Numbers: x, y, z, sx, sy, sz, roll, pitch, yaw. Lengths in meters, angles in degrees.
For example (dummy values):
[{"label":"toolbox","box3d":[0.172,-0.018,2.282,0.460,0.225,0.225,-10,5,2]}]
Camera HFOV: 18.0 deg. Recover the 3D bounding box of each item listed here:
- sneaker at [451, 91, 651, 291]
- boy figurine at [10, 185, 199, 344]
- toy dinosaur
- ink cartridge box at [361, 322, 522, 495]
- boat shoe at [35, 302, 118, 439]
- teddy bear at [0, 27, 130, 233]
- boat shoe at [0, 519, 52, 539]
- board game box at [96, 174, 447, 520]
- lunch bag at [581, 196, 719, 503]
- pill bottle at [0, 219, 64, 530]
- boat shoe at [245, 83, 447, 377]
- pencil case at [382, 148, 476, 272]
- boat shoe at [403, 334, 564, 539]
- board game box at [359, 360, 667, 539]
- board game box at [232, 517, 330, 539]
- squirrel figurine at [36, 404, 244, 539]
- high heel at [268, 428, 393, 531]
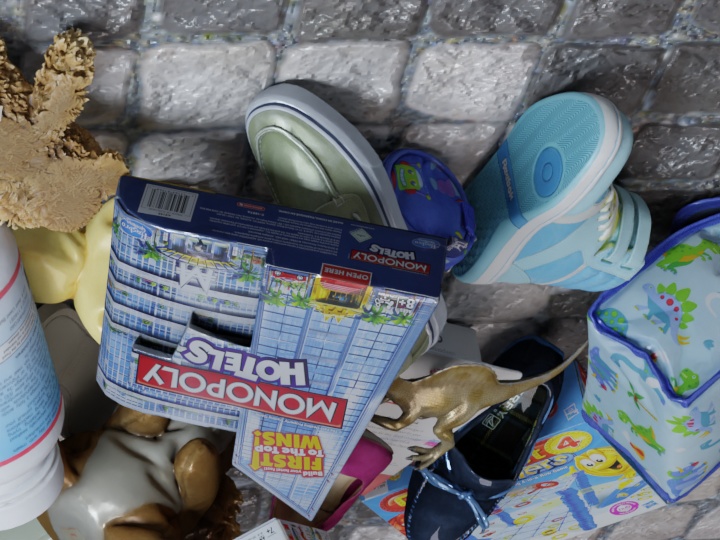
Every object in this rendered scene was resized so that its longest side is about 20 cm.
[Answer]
[{"label":"sneaker","box3d":[0.152,-0.049,1.478,0.130,0.080,0.200,7,154,-24]},{"label":"boy figurine","box3d":[-0.137,0.006,1.450,0.199,0.125,0.064,3,179,-1]},{"label":"toy dinosaur","box3d":[0.065,0.088,1.559,0.199,0.058,0.101,3,147,-32]},{"label":"ink cartridge box","box3d":[0.013,0.087,1.666,0.116,0.068,0.200,14,142,-36]},{"label":"boat shoe","box3d":[-0.215,0.061,1.581,0.063,0.073,0.200,29,164,19]},{"label":"teddy bear","box3d":[-0.221,-0.095,1.305,0.199,0.067,0.145,17,121,-37]},{"label":"boat shoe","box3d":[-0.226,0.189,1.755,0.201,0.072,0.060,-28,141,19]},{"label":"board game box","box3d":[-0.063,0.054,1.377,0.199,0.062,0.201,11,129,0]},{"label":"lunch bag","box3d":[0.256,0.037,1.605,0.200,0.127,0.170,-37,156,-15]},{"label":"pill bottle","box3d":[-0.247,0.065,1.423,0.108,0.109,0.201,-11,129,0]},{"label":"boat shoe","box3d":[-0.011,-0.021,1.397,0.072,0.062,0.200,-18,115,37]},{"label":"pencil case","box3d":[0.000,0.000,1.507,0.087,0.078,0.200,26,137,-22]},{"label":"boat shoe","box3d":[0.084,0.137,1.702,0.084,0.069,0.201,21,115,-5]},{"label":"board game box","box3d":[0.122,0.164,1.838,0.199,0.056,0.196,-22,148,17]},{"label":"board game box","box3d":[-0.118,0.230,1.533,0.199,0.035,0.126,-29,165,8]},{"label":"squirrel figurine","box3d":[-0.134,0.146,1.613,0.187,0.141,0.200,-41,157,-31]},{"label":"high heel","box3d":[-0.028,0.149,1.542,0.067,0.096,0.200,32,170,8]}]
